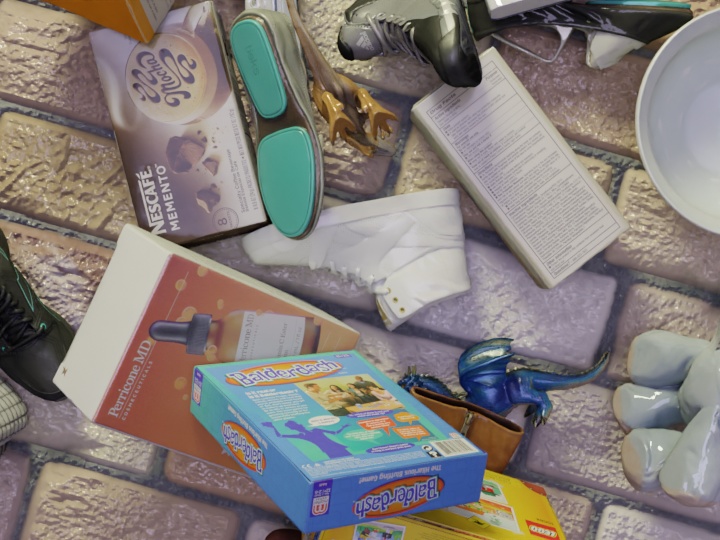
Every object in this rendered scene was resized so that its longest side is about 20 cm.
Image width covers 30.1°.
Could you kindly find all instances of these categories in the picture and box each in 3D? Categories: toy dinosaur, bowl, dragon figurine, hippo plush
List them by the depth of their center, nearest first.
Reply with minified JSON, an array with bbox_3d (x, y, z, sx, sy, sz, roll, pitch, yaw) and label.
[{"bbox_3d":[-0.024,-0.154,1.145,0.060,0.106,0.200,-34,129,-5],"label":"toy dinosaur"},{"bbox_3d":[0.331,0.119,1.176,0.160,0.159,0.200,16,107,-29],"label":"hippo plush"},{"bbox_3d":[0.333,-0.127,1.180,0.200,0.090,0.202,0,91,0],"label":"bowl"},{"bbox_3d":[0.121,0.097,1.194,0.200,0.059,0.100,-28,99,8],"label":"dragon figurine"}]

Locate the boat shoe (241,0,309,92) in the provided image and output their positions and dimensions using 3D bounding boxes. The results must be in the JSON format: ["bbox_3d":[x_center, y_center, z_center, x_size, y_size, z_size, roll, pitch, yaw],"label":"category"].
[{"bbox_3d":[-0.089,-0.256,1.192,0.067,0.074,0.201,-6,90,0],"label":"boat shoe"}]

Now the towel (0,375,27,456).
[{"bbox_3d":[-0.399,0.103,1.154,0.200,0.166,0.086,40,97,0],"label":"towel"}]

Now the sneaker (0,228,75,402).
[{"bbox_3d":[-0.323,0.034,1.194,0.075,0.079,0.200,-35,91,1],"label":"sneaker"}]

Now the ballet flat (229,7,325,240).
[{"bbox_3d":[-0.059,-0.128,1.151,0.067,0.064,0.201,-11,95,33],"label":"ballet flat"}]

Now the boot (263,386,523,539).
[{"bbox_3d":[0.024,0.196,1.164,0.188,0.069,0.200,17,111,0],"label":"boot"}]

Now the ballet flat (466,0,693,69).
[{"bbox_3d":[0.193,-0.217,1.198,0.199,0.068,0.069,10,100,11],"label":"ballet flat"}]

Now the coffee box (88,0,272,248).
[{"bbox_3d":[-0.157,-0.123,1.190,0.113,0.080,0.201,-14,90,1],"label":"coffee box"}]

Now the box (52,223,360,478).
[{"bbox_3d":[-0.129,0.074,1.134,0.200,0.106,0.153,24,91,-34],"label":"box"}]

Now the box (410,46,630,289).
[{"bbox_3d":[0.138,-0.089,1.188,0.095,0.078,0.200,-36,90,0],"label":"box"}]

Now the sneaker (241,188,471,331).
[{"bbox_3d":[0.000,0.000,1.193,0.199,0.074,0.116,-10,87,-1],"label":"sneaker"}]

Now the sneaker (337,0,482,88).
[{"bbox_3d":[0.037,-0.194,1.147,0.115,0.200,0.075,-18,119,10],"label":"sneaker"}]

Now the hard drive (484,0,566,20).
[{"bbox_3d":[0.151,-0.328,1.182,0.132,0.025,0.200,-15,71,1],"label":"hard drive"}]

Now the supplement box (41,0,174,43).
[{"bbox_3d":[-0.194,-0.311,1.154,0.126,0.074,0.200,24,73,16],"label":"supplement box"}]

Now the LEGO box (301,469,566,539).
[{"bbox_3d":[0.058,0.209,1.073,0.200,0.149,0.077,18,104,-8],"label":"LEGO box"}]

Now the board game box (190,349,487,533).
[{"bbox_3d":[-0.022,0.124,1.028,0.152,0.200,0.045,-4,112,-30],"label":"board game box"}]
